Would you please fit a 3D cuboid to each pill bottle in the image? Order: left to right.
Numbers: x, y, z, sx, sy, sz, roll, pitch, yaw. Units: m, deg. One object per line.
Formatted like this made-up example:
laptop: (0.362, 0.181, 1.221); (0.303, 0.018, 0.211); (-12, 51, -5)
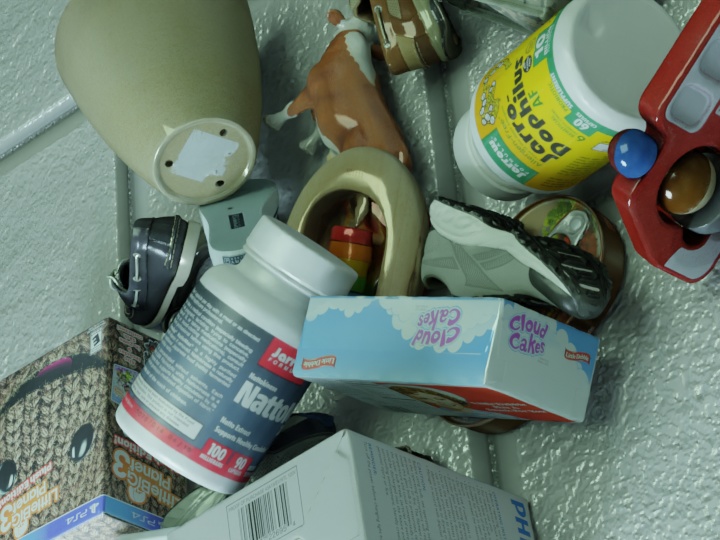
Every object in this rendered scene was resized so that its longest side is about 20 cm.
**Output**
pill bottle: (-0.092, 0.063, 1.631); (0.120, 0.120, 0.200); (37, 96, 47)
pill bottle: (0.151, -0.124, 1.558); (0.200, 0.113, 0.113); (145, 134, -59)

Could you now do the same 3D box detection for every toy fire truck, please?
toy fire truck: (0.247, -0.094, 1.435); (0.200, 0.168, 0.112); (-57, 42, 10)

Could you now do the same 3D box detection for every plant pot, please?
plant pot: (-0.163, -0.154, 1.848); (0.187, 0.187, 0.200); (-48, 38, 19)

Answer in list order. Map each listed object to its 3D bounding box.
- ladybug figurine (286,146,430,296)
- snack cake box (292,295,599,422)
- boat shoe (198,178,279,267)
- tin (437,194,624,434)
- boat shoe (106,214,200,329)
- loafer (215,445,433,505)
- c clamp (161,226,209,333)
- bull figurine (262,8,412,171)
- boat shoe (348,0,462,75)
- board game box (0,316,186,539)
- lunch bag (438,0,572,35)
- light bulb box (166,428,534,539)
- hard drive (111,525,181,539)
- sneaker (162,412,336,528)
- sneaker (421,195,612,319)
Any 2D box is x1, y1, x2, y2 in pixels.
ladybug figurine: (0.000, 0.000, 1.700); (0.136, 0.072, 0.200); (15, 92, 32)
snack cake box: (0.061, 0.065, 1.537); (0.200, 0.115, 0.067); (0, 72, 45)
boat shoe: (-0.099, -0.011, 1.798); (0.071, 0.091, 0.200); (-10, 21, 2)
tin: (0.126, 0.035, 1.598); (0.200, 0.042, 0.112); (-55, 47, 11)
boat shoe: (-0.194, -0.003, 1.866); (0.200, 0.063, 0.073); (133, 149, -64)
loafer: (-0.036, 0.187, 1.627); (0.200, 0.071, 0.073); (-27, 28, 10)
c clamp: (-0.117, 0.039, 1.850); (0.200, 0.027, 0.171); (27, 92, 48)
bull figurine: (-0.016, -0.133, 1.799); (0.121, 0.065, 0.200); (-45, 44, 27)
boat shoe: (0.021, -0.248, 1.790); (0.074, 0.076, 0.200); (-28, 51, 6)
board game box: (-0.243, 0.171, 1.854); (0.159, 0.097, 0.200); (-30, 48, 33)
lunch bag: (0.149, -0.273, 1.658); (0.200, 0.118, 0.164); (27, 92, 54)
light bulb box: (-0.001, 0.233, 1.515); (0.198, 0.200, 0.125); (-32, 50, 32)
hard drive: (-0.133, 0.270, 1.670); (0.200, 0.027, 0.132); (-19, 97, 60)
sneaker: (-0.078, 0.194, 1.718); (0.200, 0.077, 0.085); (-47, 55, 30)
sneaker: (0.115, 0.006, 1.552); (0.200, 0.074, 0.079); (27, 101, 54)
